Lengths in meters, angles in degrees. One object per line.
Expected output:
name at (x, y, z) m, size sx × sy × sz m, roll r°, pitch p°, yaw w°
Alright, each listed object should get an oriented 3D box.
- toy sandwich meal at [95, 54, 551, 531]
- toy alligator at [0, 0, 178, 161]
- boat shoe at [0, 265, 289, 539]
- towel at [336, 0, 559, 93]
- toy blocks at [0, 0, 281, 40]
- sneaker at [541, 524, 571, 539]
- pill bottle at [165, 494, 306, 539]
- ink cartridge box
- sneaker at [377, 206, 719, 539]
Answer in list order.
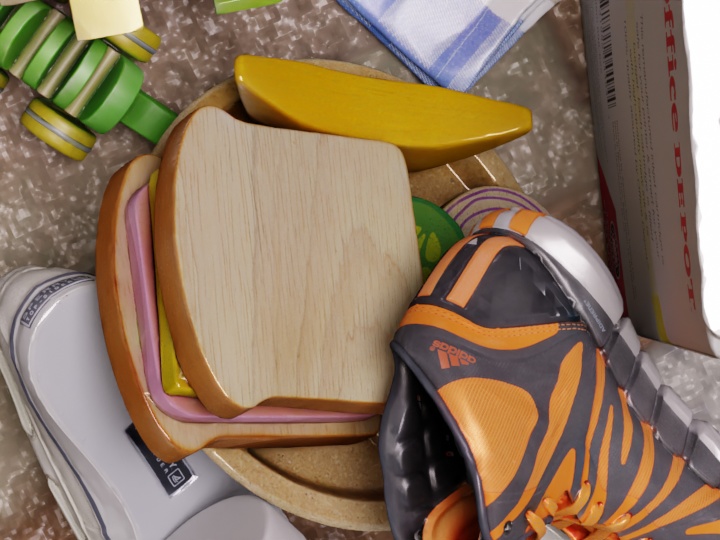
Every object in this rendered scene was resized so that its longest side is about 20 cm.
toy sandwich meal at (0.000, 0.000, 0.746) m, size 0.205 × 0.070 × 0.206 m, roll 10°, pitch 69°, yaw -26°
toy alligator at (-0.144, -0.102, 0.780) m, size 0.200 × 0.054 × 0.059 m, roll 35°, pitch 92°, yaw -5°
boat shoe at (-0.088, 0.082, 0.793) m, size 0.071 × 0.070 × 0.200 m, roll -39°, pitch 121°, yaw -19°
towel at (0.054, -0.184, 0.798) m, size 0.147 × 0.024 × 0.200 m, roll 44°, pitch 92°, yaw -4°
toy blocks at (-0.067, -0.172, 0.708) m, size 0.200 × 0.137 × 0.100 m, roll -12°, pitch 52°, yaw -6°
sneaker at (0.117, 0.158, 0.817) m, size 0.200 × 0.073 × 0.085 m, roll 37°, pitch 115°, yaw -6°
pill bottle at (0.001, 0.178, 0.760) m, size 0.111 × 0.111 × 0.200 m, roll -43°, pitch 111°, yaw 2°
ink cartridge box at (0.138, -0.048, 0.720) m, size 0.083 × 0.200 × 0.145 m, roll -5°, pitch 92°, yaw -2°
sneaker at (0.072, 0.086, 0.717) m, size 0.200 × 0.078 × 0.112 m, roll 52°, pitch 55°, yaw -14°
